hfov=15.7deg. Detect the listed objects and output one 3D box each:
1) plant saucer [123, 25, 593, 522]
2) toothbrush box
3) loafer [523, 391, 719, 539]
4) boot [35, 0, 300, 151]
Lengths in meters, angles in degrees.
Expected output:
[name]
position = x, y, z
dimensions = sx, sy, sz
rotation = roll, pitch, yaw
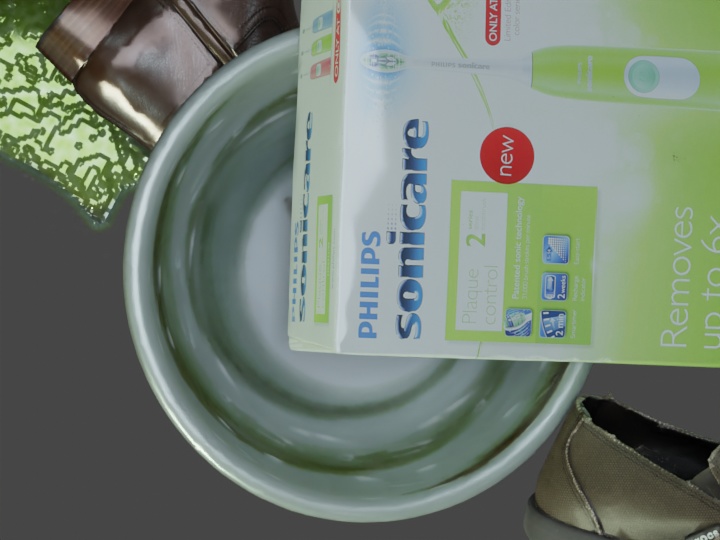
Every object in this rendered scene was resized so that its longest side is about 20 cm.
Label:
[plant saucer]
position = 0.000, 0.000, 1.058
dimensions = 0.199, 0.050, 0.201
rotation = 0, 89, -14
[toothbrush box]
position = 0.079, -0.037, 1.009
dimensions = 0.199, 0.086, 0.146
rotation = 3, 89, -13
[loafer]
position = 0.159, 0.091, 1.018
dimensions = 0.199, 0.073, 0.071
rotation = 9, 106, 20
[boot]
position = -0.007, -0.086, 1.109
dimensions = 0.200, 0.064, 0.186
rotation = 44, 88, -3
